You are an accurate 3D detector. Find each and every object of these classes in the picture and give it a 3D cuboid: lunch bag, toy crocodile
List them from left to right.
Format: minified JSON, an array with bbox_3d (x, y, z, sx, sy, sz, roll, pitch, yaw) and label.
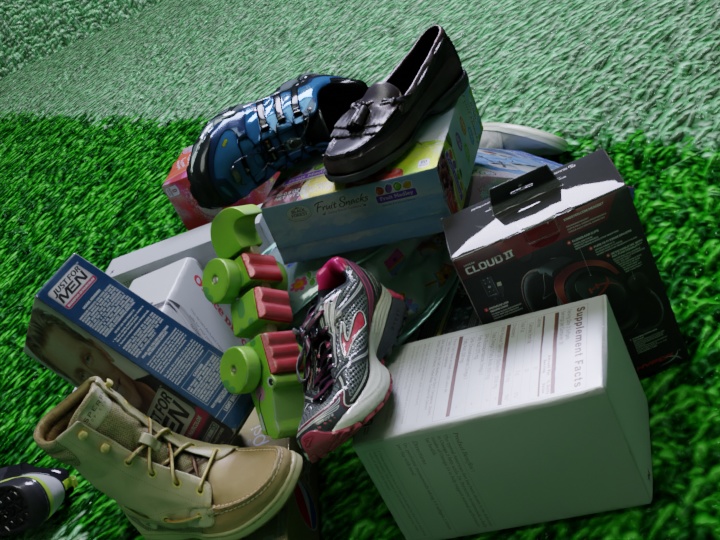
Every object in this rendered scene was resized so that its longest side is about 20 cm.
[{"bbox_3d":[-0.081,0.041,0.888,0.062,0.067,0.201,-34,63,41],"label":"toy crocodile"},{"bbox_3d":[0.000,0.000,1.028,0.200,0.122,0.170,-41,26,-7],"label":"lunch bag"}]

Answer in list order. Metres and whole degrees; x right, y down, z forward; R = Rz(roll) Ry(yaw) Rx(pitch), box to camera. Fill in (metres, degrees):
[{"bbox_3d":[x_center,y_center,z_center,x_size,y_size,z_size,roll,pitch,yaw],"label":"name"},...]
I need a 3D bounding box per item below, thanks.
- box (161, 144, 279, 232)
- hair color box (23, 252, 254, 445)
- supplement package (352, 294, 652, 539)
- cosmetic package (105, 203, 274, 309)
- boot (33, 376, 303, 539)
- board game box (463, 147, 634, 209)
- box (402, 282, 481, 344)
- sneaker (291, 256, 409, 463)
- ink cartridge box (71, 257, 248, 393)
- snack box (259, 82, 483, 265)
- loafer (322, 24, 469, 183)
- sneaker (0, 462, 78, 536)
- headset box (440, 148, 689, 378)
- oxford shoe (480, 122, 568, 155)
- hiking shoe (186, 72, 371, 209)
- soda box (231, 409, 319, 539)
[{"bbox_3d":[-0.130,-0.054,1.241,0.099,0.201,0.096,-18,29,18],"label":"box"},{"bbox_3d":[-0.187,0.083,0.923,0.061,0.199,0.100,-55,-1,-40],"label":"hair color box"},{"bbox_3d":[0.113,0.118,0.836,0.199,0.117,0.118,-15,29,22],"label":"supplement package"},{"bbox_3d":[-0.161,0.028,1.189,0.199,0.151,0.052,-18,30,17],"label":"cosmetic package"},{"bbox_3d":[-0.157,0.146,0.856,0.199,0.156,0.073,-19,33,41],"label":"boot"},{"bbox_3d":[0.143,-0.094,1.115,0.198,0.044,0.200,0,16,-28],"label":"board game box"},{"bbox_3d":[0.073,0.065,1.031,0.160,0.049,0.200,-14,31,30],"label":"box"},{"bbox_3d":[-0.022,0.069,0.846,0.081,0.075,0.200,-39,20,29],"label":"sneaker"},{"bbox_3d":[-0.191,0.105,1.094,0.083,0.146,0.200,-21,29,24],"label":"ink cartridge box"},{"bbox_3d":[0.017,-0.097,0.993,0.168,0.068,0.200,-12,28,20],"label":"snack box"},{"bbox_3d":[0.025,-0.148,0.936,0.072,0.063,0.200,5,37,38],"label":"loafer"},{"bbox_3d":[-0.381,0.246,1.143,0.199,0.072,0.083,-9,10,30],"label":"sneaker"},{"bbox_3d":[0.165,0.007,0.884,0.148,0.201,0.075,-24,29,10],"label":"headset box"},{"bbox_3d":[0.158,-0.146,1.294,0.199,0.075,0.058,8,84,37],"label":"oxford shoe"},{"bbox_3d":[-0.072,-0.125,0.957,0.086,0.075,0.200,1,37,46],"label":"hiking shoe"},{"bbox_3d":[-0.077,0.194,0.938,0.067,0.064,0.200,-23,30,11],"label":"soda box"}]
